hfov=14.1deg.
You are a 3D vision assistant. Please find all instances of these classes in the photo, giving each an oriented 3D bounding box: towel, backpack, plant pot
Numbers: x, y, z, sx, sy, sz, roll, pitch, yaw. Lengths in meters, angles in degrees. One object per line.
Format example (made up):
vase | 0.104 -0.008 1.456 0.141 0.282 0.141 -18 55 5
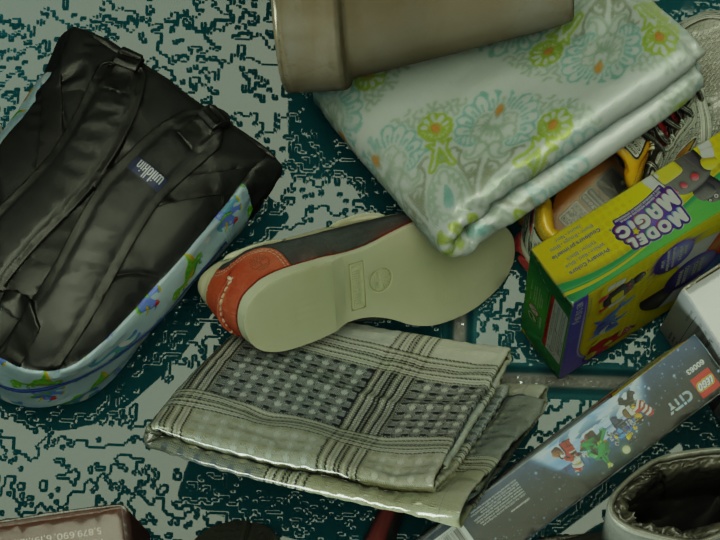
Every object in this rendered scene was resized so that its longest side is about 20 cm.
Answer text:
towel | 0.089 -0.114 1.744 0.199 0.048 0.171 -35 44 -5
backpack | -0.169 -0.014 1.733 0.163 0.154 0.200 31 60 3
towel | -0.002 0.077 1.673 0.199 0.193 0.035 13 113 15
plant pot | 0.040 -0.203 1.702 0.172 0.200 0.201 0 80 3

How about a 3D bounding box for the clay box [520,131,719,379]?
clay box | 0.190 -0.023 1.725 0.199 0.115 0.048 -31 69 -13

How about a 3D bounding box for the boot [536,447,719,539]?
boot | 0.145 0.163 1.660 0.181 0.200 0.073 -20 80 -4

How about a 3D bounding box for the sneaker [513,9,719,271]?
sneaker | 0.173 -0.076 1.763 0.078 0.082 0.200 37 81 6

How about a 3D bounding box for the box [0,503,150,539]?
box | -0.194 0.248 1.663 0.163 0.166 0.201 -8 79 -1

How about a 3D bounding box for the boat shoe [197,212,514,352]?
boat shoe | 0.000 0.000 1.742 0.199 0.062 0.072 -15 116 -28

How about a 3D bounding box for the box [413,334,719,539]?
box | 0.118 0.116 1.700 0.200 0.137 0.038 -36 86 -6

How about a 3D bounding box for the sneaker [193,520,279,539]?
sneaker | -0.075 0.244 1.702 0.076 0.115 0.200 -5 42 2

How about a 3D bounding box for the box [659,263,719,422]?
box | 0.249 0.096 1.695 0.041 0.156 0.201 -33 82 -4

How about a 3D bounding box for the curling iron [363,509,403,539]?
curling iron | -0.002 0.173 1.745 0.049 0.026 0.201 23 83 -34
